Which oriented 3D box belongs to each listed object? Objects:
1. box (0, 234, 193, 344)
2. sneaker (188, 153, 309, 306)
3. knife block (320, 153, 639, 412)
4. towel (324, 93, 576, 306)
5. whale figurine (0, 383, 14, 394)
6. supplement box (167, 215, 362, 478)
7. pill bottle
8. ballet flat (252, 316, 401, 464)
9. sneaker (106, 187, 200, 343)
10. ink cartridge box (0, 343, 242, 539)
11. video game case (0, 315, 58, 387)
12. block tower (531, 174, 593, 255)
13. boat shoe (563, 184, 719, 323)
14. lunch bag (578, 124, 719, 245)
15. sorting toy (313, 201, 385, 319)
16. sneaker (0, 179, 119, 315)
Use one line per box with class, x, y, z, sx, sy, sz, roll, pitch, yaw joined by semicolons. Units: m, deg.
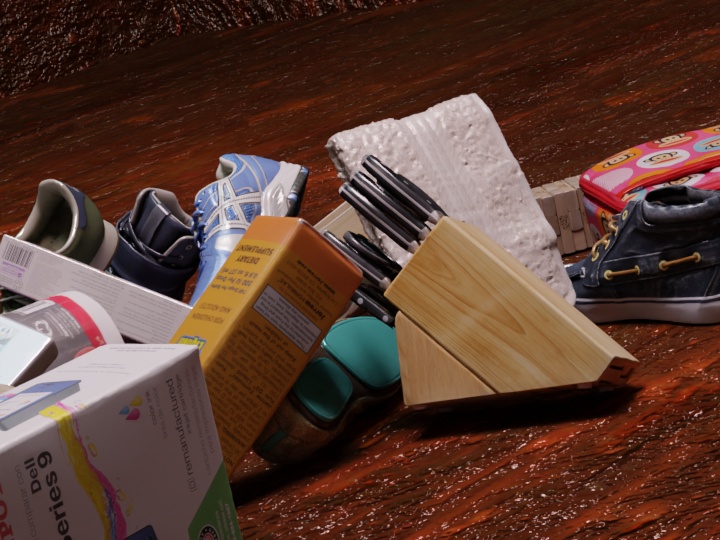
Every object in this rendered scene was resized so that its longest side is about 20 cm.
box;-0.183;0.026;1.873;0.199;0.042;0.039;20;-1;12
sneaker;-0.105;-0.019;1.994;0.077;0.076;0.200;20;42;4
knife block;0.075;0.001;1.659;0.199;0.177;0.064;-8;-7;22
towel;0.069;-0.029;1.813;0.132;0.201;0.035;-17;-19;-26
whale figurine;-0.265;0.164;1.560;0.200;0.104;0.159;-42;35;-15
supplement box;-0.085;0.062;1.612;0.066;0.069;0.201;6;60;59
pill bottle;-0.270;0.096;1.784;0.199;0.111;0.110;-22;15;-34
ballet flat;-0.026;0.083;1.708;0.070;0.071;0.200;-9;11;21
sneaker;-0.208;0.009;2.035;0.202;0.077;0.146;-27;-25;-46
ink cartridge box;-0.166;0.140;1.384;0.087;0.146;0.200;-1;16;40
video game case;-0.338;0.078;1.705;0.199;0.024;0.182;20;51;25
block tower;0.131;-0.035;2.076;0.199;0.054;0.058;-14;13;-4
boat shoe;0.199;-0.014;1.814;0.071;0.091;0.200;-24;16;-41
lunch bag;0.283;-0.057;1.962;0.199;0.082;0.176;-17;16;-9
sorting toy;0.000;0.000;1.896;0.200;0.107;0.180;-37;1;40
sneaker;-0.260;0.018;1.946;0.067;0.090;0.201;7;58;29
